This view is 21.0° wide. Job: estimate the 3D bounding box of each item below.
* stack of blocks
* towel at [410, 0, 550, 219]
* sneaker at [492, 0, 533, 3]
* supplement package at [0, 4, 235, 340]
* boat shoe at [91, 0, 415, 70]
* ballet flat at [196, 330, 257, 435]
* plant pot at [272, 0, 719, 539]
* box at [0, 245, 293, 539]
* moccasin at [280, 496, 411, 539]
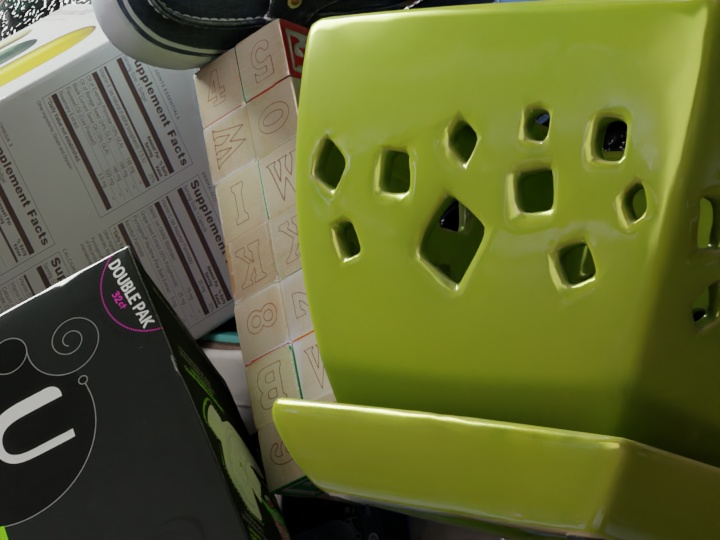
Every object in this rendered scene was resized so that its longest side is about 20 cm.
[{"bbox_3d":[0.000,0.000,0.868,0.058,0.115,0.202,-27,64,35],"label":"stack of blocks"},{"bbox_3d":[0.084,-0.112,0.924,0.199,0.048,0.113,-35,47,29],"label":"towel"},{"bbox_3d":[0.142,-0.107,0.800,0.198,0.076,0.078,11,96,23],"label":"sneaker"},{"bbox_3d":[-0.171,-0.020,0.957,0.199,0.152,0.151,-32,20,-21],"label":"supplement package"},{"bbox_3d":[-0.025,-0.145,0.887,0.090,0.199,0.072,-18,90,46],"label":"boat shoe"},{"bbox_3d":[-0.083,0.058,1.001,0.199,0.069,0.070,4,72,51],"label":"ballet flat"},{"bbox_3d":[0.093,0.016,0.741,0.199,0.198,0.184,2,77,45],"label":"plant pot"},{"bbox_3d":[-0.105,0.125,0.791,0.148,0.125,0.201,-28,54,1],"label":"box"},{"bbox_3d":[-0.018,0.132,0.878,0.080,0.068,0.202,-29,53,31],"label":"moccasin"}]
